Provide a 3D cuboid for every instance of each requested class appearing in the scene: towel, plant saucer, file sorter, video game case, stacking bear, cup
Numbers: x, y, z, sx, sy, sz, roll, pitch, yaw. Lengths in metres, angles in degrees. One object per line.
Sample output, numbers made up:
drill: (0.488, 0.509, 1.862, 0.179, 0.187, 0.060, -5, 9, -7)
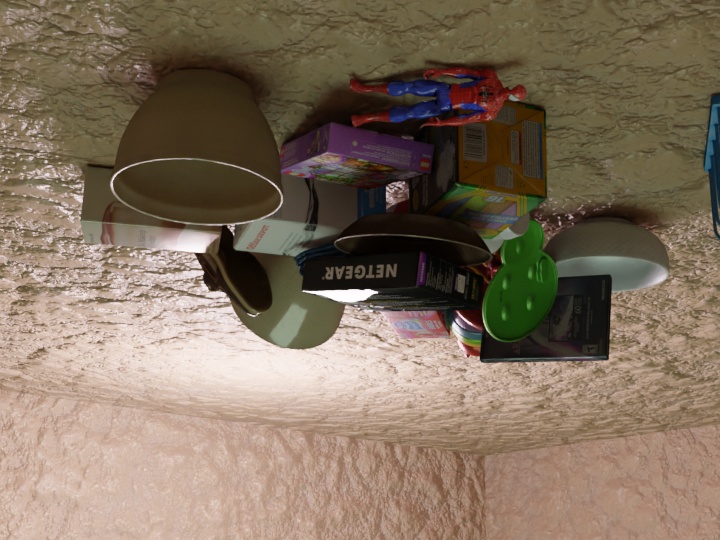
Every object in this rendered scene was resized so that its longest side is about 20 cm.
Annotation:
towel: (0.000, 0.000, 1.476, 0.111, 0.049, 0.200, -12, 159, 30)
plant saucer: (0.067, -0.039, 1.231, 0.199, 0.037, 0.200, 5, 170, 1)
file sorter: (0.502, -0.123, 1.206, 0.138, 0.123, 0.200, -3, 162, 16)
video game case: (0.290, 0.076, 1.539, 0.199, 0.144, 0.019, -3, 148, 23)
stacking bear: (0.207, 0.085, 1.701, 0.113, 0.122, 0.200, 14, 154, 11)
cup: (-0.096, 0.005, 1.583, 0.199, 0.201, 0.143, 10, 138, -24)

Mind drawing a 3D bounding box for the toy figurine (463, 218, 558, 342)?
toy figurine: (0.192, -0.015, 1.533, 0.150, 0.201, 0.184, -20, -148, -28)

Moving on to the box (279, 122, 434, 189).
box: (-0.011, -0.141, 1.249, 0.136, 0.039, 0.200, 10, 175, -21)

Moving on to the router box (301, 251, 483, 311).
router box: (0.043, 0.018, 1.322, 0.199, 0.051, 0.149, -3, 166, 39)

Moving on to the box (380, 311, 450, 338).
box: (0.095, 0.045, 1.669, 0.095, 0.100, 0.200, -3, 162, 12)

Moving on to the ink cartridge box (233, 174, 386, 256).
ink cartridge box: (-0.077, -0.078, 1.447, 0.199, 0.085, 0.145, 6, 162, -17)

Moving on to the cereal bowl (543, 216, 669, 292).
cereal bowl: (0.385, -0.030, 1.556, 0.199, 0.084, 0.200, 3, 162, 1)

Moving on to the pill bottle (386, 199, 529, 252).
pill bottle: (0.136, -0.067, 1.416, 0.199, 0.113, 0.112, -16, 155, 37)

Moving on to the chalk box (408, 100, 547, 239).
chalk box: (0.137, -0.119, 1.246, 0.123, 0.125, 0.200, 7, 162, -16)

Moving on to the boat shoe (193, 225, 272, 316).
boat shoe: (-0.210, 0.000, 1.527, 0.072, 0.200, 0.072, -20, 153, -46)

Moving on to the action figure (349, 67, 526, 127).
action figure: (0.087, -0.195, 1.113, 0.199, 0.066, 0.052, -2, -178, 12)

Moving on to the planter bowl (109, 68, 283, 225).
planter bowl: (-0.186, -0.150, 1.157, 0.199, 0.136, 0.200, 2, 161, 1)

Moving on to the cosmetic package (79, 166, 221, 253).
cosmetic package: (-0.302, -0.086, 1.439, 0.199, 0.088, 0.103, 5, 162, -9)
